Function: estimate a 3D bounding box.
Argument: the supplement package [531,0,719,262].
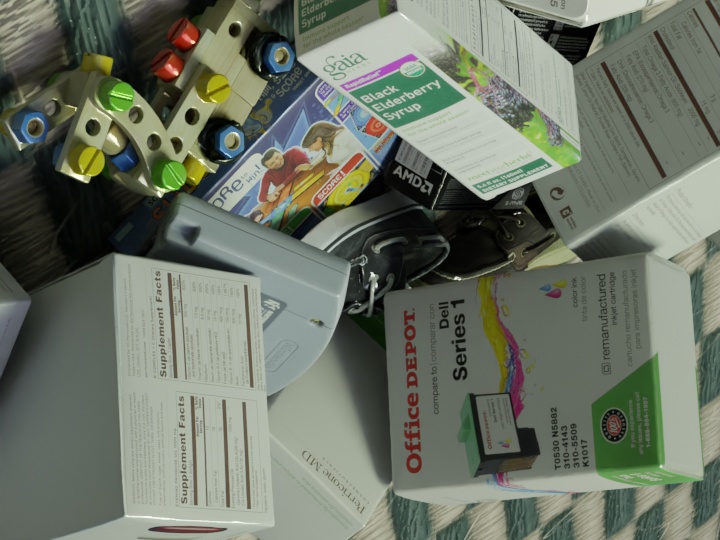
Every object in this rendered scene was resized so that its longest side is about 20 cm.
[{"bbox_3d":[0.217,-0.096,1.470,0.200,0.117,0.117,-30,154,12],"label":"supplement package"}]

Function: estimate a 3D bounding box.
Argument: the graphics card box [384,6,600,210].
[{"bbox_3d":[0.102,-0.139,1.503,0.125,0.051,0.200,-6,121,-54],"label":"graphics card box"}]

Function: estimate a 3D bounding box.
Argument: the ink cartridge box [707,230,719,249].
[{"bbox_3d":[0.281,-0.073,1.679,0.086,0.200,0.148,-49,148,8],"label":"ink cartridge box"}]

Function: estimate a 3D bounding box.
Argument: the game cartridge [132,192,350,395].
[{"bbox_3d":[-0.088,0.025,1.375,0.133,0.042,0.200,20,149,-16],"label":"game cartridge"}]

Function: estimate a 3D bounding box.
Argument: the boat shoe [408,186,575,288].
[{"bbox_3d":[0.108,-0.028,1.661,0.200,0.073,0.065,-26,135,-49],"label":"boat shoe"}]

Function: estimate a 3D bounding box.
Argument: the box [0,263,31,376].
[{"bbox_3d":[-0.309,0.045,1.229,0.200,0.097,0.124,-7,132,-46],"label":"box"}]

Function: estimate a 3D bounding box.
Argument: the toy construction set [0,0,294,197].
[{"bbox_3d":[-0.110,-0.126,1.283,0.131,0.092,0.200,38,89,-33],"label":"toy construction set"}]

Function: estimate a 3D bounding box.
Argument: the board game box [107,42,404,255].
[{"bbox_3d":[-0.062,-0.059,1.454,0.200,0.034,0.135,-46,149,0],"label":"board game box"}]

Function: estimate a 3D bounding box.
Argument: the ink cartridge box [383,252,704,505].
[{"bbox_3d":[0.121,0.077,1.460,0.200,0.145,0.084,-9,166,28],"label":"ink cartridge box"}]

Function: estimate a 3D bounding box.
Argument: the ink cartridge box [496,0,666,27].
[{"bbox_3d":[0.171,-0.251,1.392,0.200,0.083,0.147,-23,125,-49],"label":"ink cartridge box"}]

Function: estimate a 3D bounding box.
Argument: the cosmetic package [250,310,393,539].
[{"bbox_3d":[-0.021,0.105,1.530,0.085,0.108,0.200,-39,-169,38],"label":"cosmetic package"}]

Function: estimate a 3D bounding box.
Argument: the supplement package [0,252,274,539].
[{"bbox_3d":[-0.160,0.094,1.307,0.111,0.156,0.200,10,159,-40],"label":"supplement package"}]

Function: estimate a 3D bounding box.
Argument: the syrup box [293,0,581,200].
[{"bbox_3d":[0.050,-0.129,1.344,0.079,0.081,0.200,-22,144,31],"label":"syrup box"}]

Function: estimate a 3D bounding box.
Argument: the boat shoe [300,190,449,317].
[{"bbox_3d":[0.000,0.000,1.512,0.072,0.068,0.200,-52,167,29],"label":"boat shoe"}]
